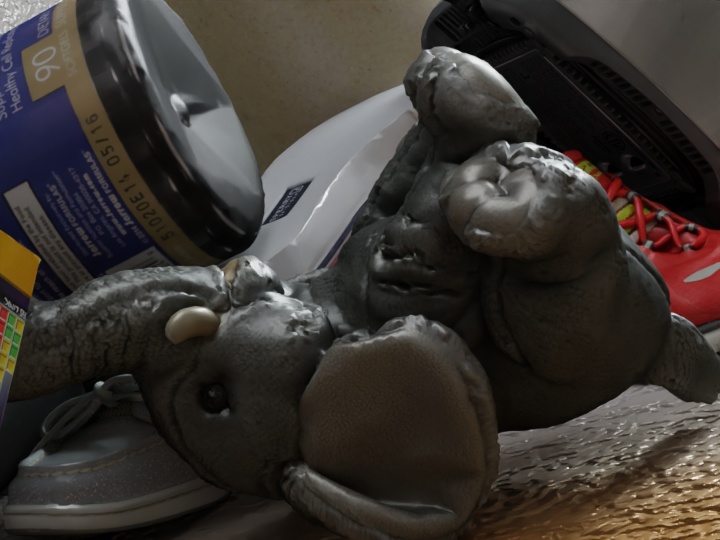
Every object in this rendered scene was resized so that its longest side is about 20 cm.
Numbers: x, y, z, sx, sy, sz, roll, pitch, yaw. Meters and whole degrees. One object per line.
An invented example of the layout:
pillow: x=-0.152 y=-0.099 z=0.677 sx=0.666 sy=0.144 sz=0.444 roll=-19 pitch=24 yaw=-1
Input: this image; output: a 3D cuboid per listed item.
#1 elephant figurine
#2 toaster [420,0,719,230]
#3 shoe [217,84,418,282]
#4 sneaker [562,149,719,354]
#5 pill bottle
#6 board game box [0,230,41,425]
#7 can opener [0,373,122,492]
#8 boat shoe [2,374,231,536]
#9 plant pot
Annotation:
elephant figurine: x=-0.005 y=0.031 z=0.763 sx=0.200 sy=0.155 sz=0.142 roll=-42 pitch=-24 yaw=-1
toaster: x=0.120 y=-0.102 z=0.947 sx=0.129 sy=0.200 sz=0.114 roll=-54 pitch=13 yaw=-21
shoe: x=0.000 y=0.000 z=0.900 sx=0.071 sy=0.091 sz=0.200 roll=-19 pitch=19 yaw=30
sneaker: x=0.100 y=-0.007 z=0.898 sx=0.199 sy=0.085 sz=0.077 roll=-5 pitch=15 yaw=41
pill bottle: x=-0.145 y=-0.016 z=0.833 sx=0.199 sy=0.112 sz=0.112 roll=-27 pitch=8 yaw=12
board game box: x=-0.208 y=0.069 z=0.724 sx=0.199 sy=0.166 sz=0.057 roll=-6 pitch=-27 yaw=34
can opener: x=-0.128 y=0.058 z=0.890 sx=0.053 sy=0.067 sz=0.200 roll=-6 pitch=31 yaw=48
boat shoe: x=-0.071 y=0.051 z=0.881 sx=0.074 sy=0.065 sz=0.202 roll=-7 pitch=13 yaw=36
plant pot: x=-0.006 y=-0.091 z=1.055 sx=0.200 sy=0.184 sz=0.201 roll=-30 pitch=19 yaw=11
